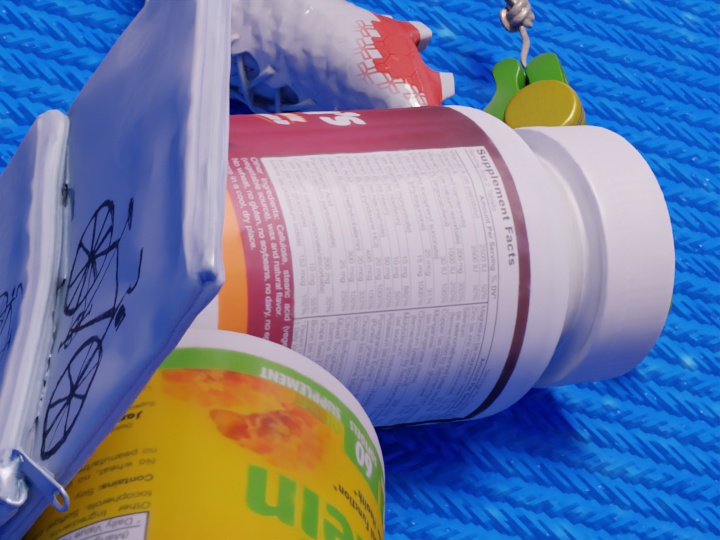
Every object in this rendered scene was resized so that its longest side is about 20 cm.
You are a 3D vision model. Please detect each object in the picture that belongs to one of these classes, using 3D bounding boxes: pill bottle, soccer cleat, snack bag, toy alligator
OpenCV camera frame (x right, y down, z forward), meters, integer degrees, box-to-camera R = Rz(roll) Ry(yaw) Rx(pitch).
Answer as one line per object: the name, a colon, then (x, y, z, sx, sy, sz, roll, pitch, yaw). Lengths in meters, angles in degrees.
pill bottle: (0.000, 0.000, 0.980, 0.199, 0.110, 0.110, -5, 45, -32)
soccer cleat: (-0.037, -0.088, 1.112, 0.085, 0.069, 0.200, -14, 47, -28)
snack bag: (-0.093, 0.007, 0.854, 0.021, 0.200, 0.189, 27, 34, -21)
toy alligator: (0.065, -0.043, 1.120, 0.054, 0.059, 0.200, -26, 46, 4)
pill bottle: (-0.049, 0.119, 0.806, 0.111, 0.111, 0.200, 15, 37, -10)
